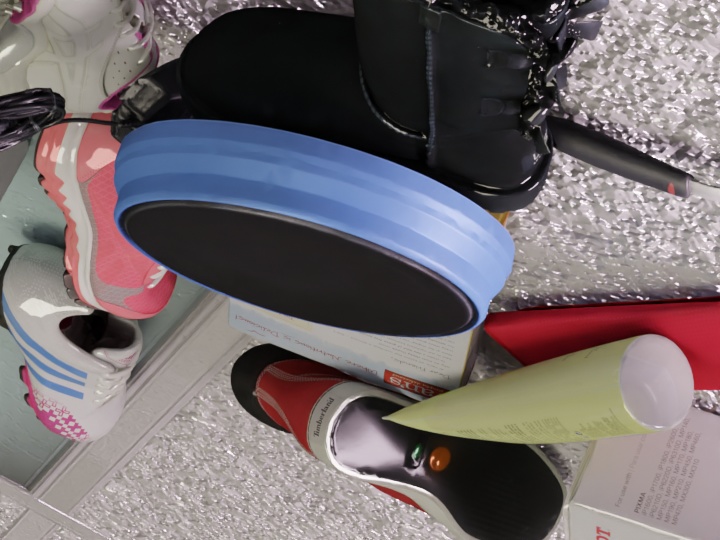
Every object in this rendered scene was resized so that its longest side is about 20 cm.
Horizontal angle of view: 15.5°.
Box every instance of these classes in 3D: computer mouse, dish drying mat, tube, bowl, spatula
[{"bbox_3d":[-0.126,-0.080,1.278,0.200,0.034,0.059,-8,151,-41],"label":"computer mouse"},{"bbox_3d":[0.159,0.039,1.384,0.200,0.018,0.077,-5,142,46],"label":"dish drying mat"},{"bbox_3d":[0.096,0.071,1.423,0.058,0.052,0.200,50,149,-15],"label":"tube"},{"bbox_3d":[-0.026,-0.016,1.278,0.200,0.040,0.201,14,164,4],"label":"bowl"},{"bbox_3d":[0.169,-0.039,1.220,0.199,0.021,0.057,17,155,19],"label":"spatula"}]

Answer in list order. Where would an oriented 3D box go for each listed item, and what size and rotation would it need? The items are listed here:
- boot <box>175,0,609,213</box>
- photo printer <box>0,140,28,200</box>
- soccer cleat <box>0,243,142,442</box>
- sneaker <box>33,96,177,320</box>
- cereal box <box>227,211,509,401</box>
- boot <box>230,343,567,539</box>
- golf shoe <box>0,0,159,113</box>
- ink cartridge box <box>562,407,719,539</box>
[{"bbox_3d":[0.008,-0.106,1.184,0.198,0.074,0.163,19,153,10],"label":"boot"},{"bbox_3d":[-0.302,-0.024,1.478,0.166,0.200,0.070,21,154,8],"label":"photo printer"},{"bbox_3d":[-0.171,0.057,1.661,0.086,0.070,0.200,16,153,21],"label":"soccer cleat"},{"bbox_3d":[-0.118,-0.025,1.454,0.087,0.074,0.200,16,153,17],"label":"sneaker"},{"bbox_3d":[0.000,0.000,1.429,0.143,0.040,0.200,21,155,6],"label":"cereal box"},{"bbox_3d":[0.021,0.101,1.591,0.200,0.073,0.144,27,178,-34],"label":"boot"},{"bbox_3d":[-0.134,-0.133,1.285,0.091,0.076,0.200,10,158,-16],"label":"golf shoe"},{"bbox_3d":[0.221,0.156,1.469,0.199,0.086,0.148,19,154,15],"label":"ink cartridge box"}]
